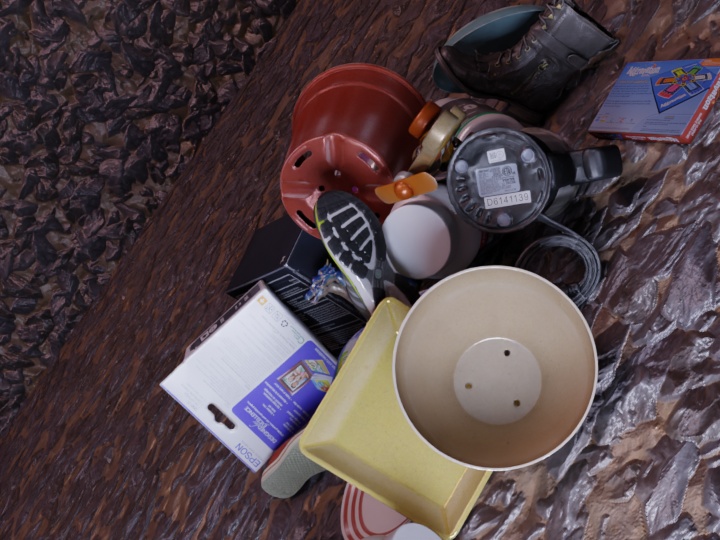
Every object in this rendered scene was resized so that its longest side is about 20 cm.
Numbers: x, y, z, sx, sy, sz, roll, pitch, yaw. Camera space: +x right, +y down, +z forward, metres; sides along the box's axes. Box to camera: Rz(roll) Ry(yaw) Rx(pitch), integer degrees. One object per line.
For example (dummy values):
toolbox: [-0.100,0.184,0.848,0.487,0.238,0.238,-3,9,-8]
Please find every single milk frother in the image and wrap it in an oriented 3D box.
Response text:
milk frother: [0.203,-0.061,1.366,0.188,0.180,0.200,-17,-64,-68]

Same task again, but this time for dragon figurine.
dragon figurine: [0.024,0.005,1.587,0.200,0.099,0.059,-30,-7,-20]

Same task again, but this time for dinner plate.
dinner plate: [0.045,0.245,1.415,0.200,0.024,0.200,-47,23,28]

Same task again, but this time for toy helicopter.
toy helicopter: [0.076,-0.134,1.340,0.132,0.079,0.200,-52,-3,-5]

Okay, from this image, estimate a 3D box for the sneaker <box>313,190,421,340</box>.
sneaker: [0.000,0.000,1.388,0.074,0.200,0.081,-30,3,-24]

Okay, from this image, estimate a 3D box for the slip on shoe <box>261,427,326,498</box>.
slip on shoe: [-0.069,0.242,1.612,0.200,0.074,0.061,-45,21,42]

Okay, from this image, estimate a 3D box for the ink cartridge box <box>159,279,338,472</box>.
ink cartridge box: [-0.143,0.150,1.659,0.200,0.198,0.043,-42,19,2]

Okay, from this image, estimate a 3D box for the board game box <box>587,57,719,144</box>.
board game box: [0.345,-0.198,1.382,0.103,0.019,0.200,-60,21,-3]

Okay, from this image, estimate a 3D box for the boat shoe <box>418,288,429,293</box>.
boat shoe: [0.047,0.080,1.576,0.201,0.070,0.072,-40,15,24]

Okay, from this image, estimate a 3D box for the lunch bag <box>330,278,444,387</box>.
lunch bag: [0.062,0.103,1.450,0.200,0.082,0.161,-32,25,27]

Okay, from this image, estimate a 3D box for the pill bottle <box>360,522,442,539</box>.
pill bottle: [0.004,0.347,1.234,0.200,0.113,0.113,-44,24,32]

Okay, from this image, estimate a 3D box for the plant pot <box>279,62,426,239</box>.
plant pot: [-0.013,-0.142,1.547,0.201,0.201,0.195,-46,12,28]

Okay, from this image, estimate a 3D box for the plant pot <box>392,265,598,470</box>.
plant pot: [0.138,0.106,1.218,0.200,0.200,0.134,-59,-12,-6]

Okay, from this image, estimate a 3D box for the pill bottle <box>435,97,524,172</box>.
pill bottle: [0.153,-0.178,1.649,0.113,0.113,0.200,-55,21,6]

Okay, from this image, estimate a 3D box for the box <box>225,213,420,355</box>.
box: [-0.053,0.015,1.712,0.200,0.198,0.123,-21,41,57]

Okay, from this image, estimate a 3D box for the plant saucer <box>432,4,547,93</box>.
plant saucer: [0.191,-0.315,1.670,0.200,0.200,0.027,-37,65,42]

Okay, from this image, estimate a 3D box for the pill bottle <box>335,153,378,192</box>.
pill bottle: [0.023,-0.136,1.878,0.112,0.112,0.200,-61,21,-9]

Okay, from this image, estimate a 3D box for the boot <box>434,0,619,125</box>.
boot: [0.218,-0.299,1.574,0.174,0.200,0.069,-53,25,32]

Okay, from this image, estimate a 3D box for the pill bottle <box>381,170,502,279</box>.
pill bottle: [0.102,-0.055,1.470,0.120,0.120,0.200,-47,-6,26]

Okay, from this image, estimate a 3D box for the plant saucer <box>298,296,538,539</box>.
plant saucer: [0.065,0.162,1.311,0.200,0.200,0.048,-59,-13,-6]
